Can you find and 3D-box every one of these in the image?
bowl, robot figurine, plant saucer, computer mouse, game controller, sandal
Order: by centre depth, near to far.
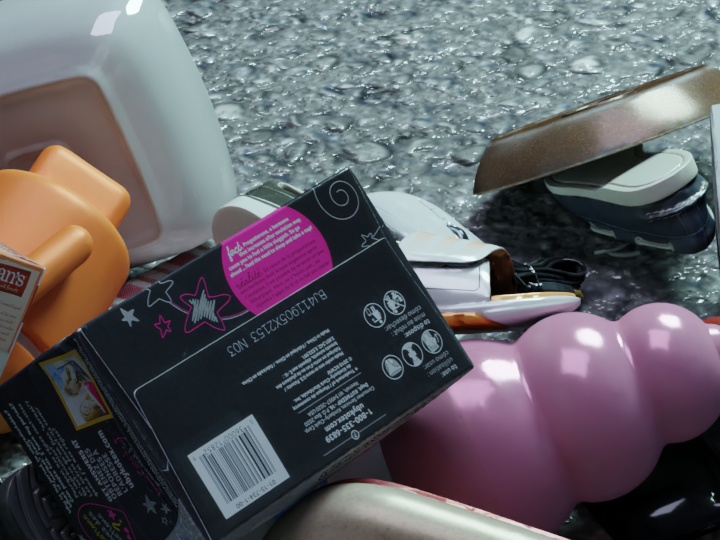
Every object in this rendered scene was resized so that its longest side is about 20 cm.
[{"bbox_3d":[0.021,0.007,1.635,0.205,0.060,0.079,-3,-6,9],"label":"sandal"},{"bbox_3d":[0.164,0.098,1.676,0.104,0.042,0.200,-28,31,-6],"label":"game controller"},{"bbox_3d":[-0.220,0.018,1.791,0.143,0.117,0.201,7,55,37],"label":"robot figurine"},{"bbox_3d":[0.051,-0.020,1.867,0.199,0.044,0.109,19,12,41],"label":"computer mouse"},{"bbox_3d":[-0.196,-0.078,1.890,0.199,0.201,0.075,-13,27,18],"label":"bowl"},{"bbox_3d":[0.165,-0.098,1.931,0.199,0.035,0.200,-20,4,2],"label":"plant saucer"}]

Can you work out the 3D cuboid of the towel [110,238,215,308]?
[{"bbox_3d":[-0.092,0.028,1.869,0.146,0.030,0.200,19,37,41],"label":"towel"}]

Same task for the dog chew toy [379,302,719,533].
[{"bbox_3d":[0.113,0.080,1.591,0.199,0.125,0.125,-23,28,5],"label":"dog chew toy"}]

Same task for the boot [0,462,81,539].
[{"bbox_3d":[-0.164,0.134,1.589,0.164,0.066,0.200,-9,-12,-32],"label":"boot"}]

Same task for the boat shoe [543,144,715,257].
[{"bbox_3d":[0.180,-0.046,1.885,0.075,0.062,0.200,-30,13,-16],"label":"boat shoe"}]

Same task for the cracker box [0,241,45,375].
[{"bbox_3d":[-0.277,0.062,1.687,0.058,0.201,0.134,20,5,-44],"label":"cracker box"}]

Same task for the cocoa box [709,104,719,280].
[{"bbox_3d":[0.282,-0.005,1.722,0.132,0.132,0.200,-5,29,6],"label":"cocoa box"}]

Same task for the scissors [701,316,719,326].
[{"bbox_3d":[0.152,0.049,1.662,0.199,0.073,0.014,4,50,29],"label":"scissors"}]

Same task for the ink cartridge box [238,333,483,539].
[{"bbox_3d":[-0.038,0.087,1.685,0.144,0.085,0.200,17,38,37],"label":"ink cartridge box"}]

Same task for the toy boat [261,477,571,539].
[{"bbox_3d":[0.039,0.186,1.469,0.199,0.131,0.131,18,-7,11],"label":"toy boat"}]

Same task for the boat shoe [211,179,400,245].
[{"bbox_3d":[0.000,0.000,1.809,0.199,0.071,0.064,33,46,23],"label":"boat shoe"}]

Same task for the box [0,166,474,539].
[{"bbox_3d":[-0.065,0.059,1.484,0.200,0.133,0.115,-32,0,-36],"label":"box"}]
